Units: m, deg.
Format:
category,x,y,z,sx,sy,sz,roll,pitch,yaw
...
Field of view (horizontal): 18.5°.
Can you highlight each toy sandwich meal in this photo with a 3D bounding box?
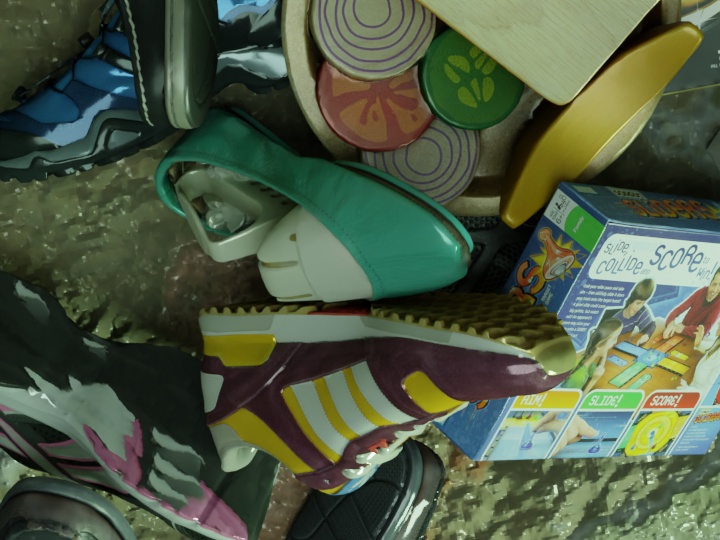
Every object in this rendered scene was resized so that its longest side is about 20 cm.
category,x,y,z,sx,sy,sz,roll,pitch,yaw
toy sandwich meal,0.063,-0.113,0.993,0.205,0.070,0.205,-2,108,-6

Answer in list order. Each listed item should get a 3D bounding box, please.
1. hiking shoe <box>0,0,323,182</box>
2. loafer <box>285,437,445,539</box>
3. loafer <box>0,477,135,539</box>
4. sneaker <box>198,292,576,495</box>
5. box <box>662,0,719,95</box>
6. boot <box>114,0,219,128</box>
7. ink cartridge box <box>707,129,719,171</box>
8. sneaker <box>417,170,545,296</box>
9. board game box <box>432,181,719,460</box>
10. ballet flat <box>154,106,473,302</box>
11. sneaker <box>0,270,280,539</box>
category,x,y,z,sx,sy,sz,roll,pitch,yaw
hiking shoe,-0.100,-0.109,1.048,0.200,0.074,0.087,-25,105,-4
loafer,-0.008,0.167,1.181,0.063,0.072,0.200,18,119,-33
loafer,-0.154,0.170,1.102,0.072,0.063,0.200,16,149,-1
sneaker,0.013,0.058,1.006,0.200,0.075,0.090,2,99,39
box,0.138,-0.163,1.049,0.200,0.049,0.160,-10,112,0
boot,-0.146,-0.150,0.982,0.154,0.073,0.204,-9,75,3
ink cartridge box,0.246,-0.021,1.037,0.117,0.200,0.067,29,108,-16
sneaker,0.000,0.000,1.099,0.199,0.076,0.114,-23,97,18
board game box,0.136,0.028,1.078,0.200,0.034,0.135,5,120,-49
ballet flat,-0.030,-0.019,1.019,0.070,0.200,0.067,-42,128,-17
sneaker,-0.130,0.076,1.104,0.200,0.080,0.086,34,147,9
